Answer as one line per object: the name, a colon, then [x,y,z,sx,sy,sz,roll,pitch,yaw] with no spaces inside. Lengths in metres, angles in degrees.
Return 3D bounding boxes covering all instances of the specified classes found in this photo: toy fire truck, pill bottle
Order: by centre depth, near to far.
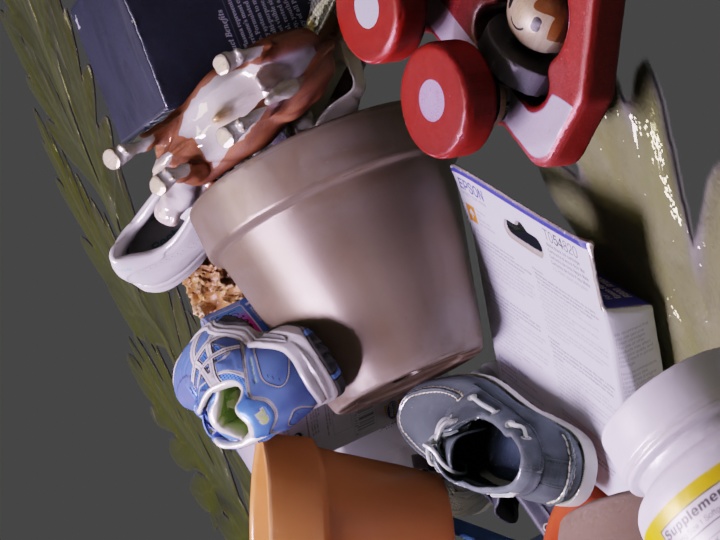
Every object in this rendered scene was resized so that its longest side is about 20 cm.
pill bottle: [0.218,0.147,0.935,0.201,0.113,0.115,60,161,28]
toy fire truck: [0.082,-0.167,1.015,0.201,0.111,0.169,56,141,32]

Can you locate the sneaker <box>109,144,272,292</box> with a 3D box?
sneaker: [-0.112,-0.064,1.344,0.075,0.200,0.088,43,-178,16]

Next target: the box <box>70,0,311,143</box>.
box: [-0.102,-0.198,1.361,0.125,0.195,0.200,69,163,-3]

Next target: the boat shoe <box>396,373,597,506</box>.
boat shoe: [0.076,0.112,1.203,0.199,0.061,0.074,18,100,56]

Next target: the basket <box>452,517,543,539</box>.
basket: [0.129,0.276,1.315,0.199,0.138,0.178,1,111,63]

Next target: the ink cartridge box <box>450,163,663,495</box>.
ink cartridge box: [0.136,0.037,1.173,0.199,0.040,0.202,40,148,61]

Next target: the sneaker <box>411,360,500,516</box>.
sneaker: [0.073,0.141,1.423,0.075,0.081,0.201,58,160,29]

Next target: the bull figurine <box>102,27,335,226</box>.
bull figurine: [-0.100,-0.096,1.215,0.200,0.121,0.065,-41,86,32]

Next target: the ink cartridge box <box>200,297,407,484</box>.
ink cartridge box: [-0.016,0.065,1.403,0.076,0.198,0.137,51,156,43]

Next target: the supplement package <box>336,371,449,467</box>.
supplement package: [-0.003,0.113,1.570,0.200,0.113,0.110,39,148,58]

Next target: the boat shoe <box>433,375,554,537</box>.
boat shoe: [0.111,0.146,1.269,0.200,0.062,0.075,42,-178,31]

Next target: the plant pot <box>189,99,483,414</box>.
plant pot: [0.000,0.000,1.262,0.200,0.198,0.175,127,122,-70]

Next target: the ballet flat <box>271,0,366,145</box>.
ballet flat: [-0.007,-0.161,1.242,0.072,0.072,0.201,53,125,41]

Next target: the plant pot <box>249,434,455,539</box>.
plant pot: [-0.007,0.220,1.311,0.200,0.138,0.203,180,90,-83]

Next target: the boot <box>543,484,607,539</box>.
boot: [0.136,0.231,1.150,0.107,0.074,0.202,25,-113,-58]

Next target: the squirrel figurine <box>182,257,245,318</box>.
squirrel figurine: [-0.068,-0.014,1.468,0.141,0.198,0.189,30,127,53]

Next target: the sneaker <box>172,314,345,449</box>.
sneaker: [-0.092,0.080,1.242,0.076,0.077,0.199,57,153,-11]

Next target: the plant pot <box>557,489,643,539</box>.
plant pot: [0.185,0.223,1.046,0.201,0.198,0.176,113,149,-67]
